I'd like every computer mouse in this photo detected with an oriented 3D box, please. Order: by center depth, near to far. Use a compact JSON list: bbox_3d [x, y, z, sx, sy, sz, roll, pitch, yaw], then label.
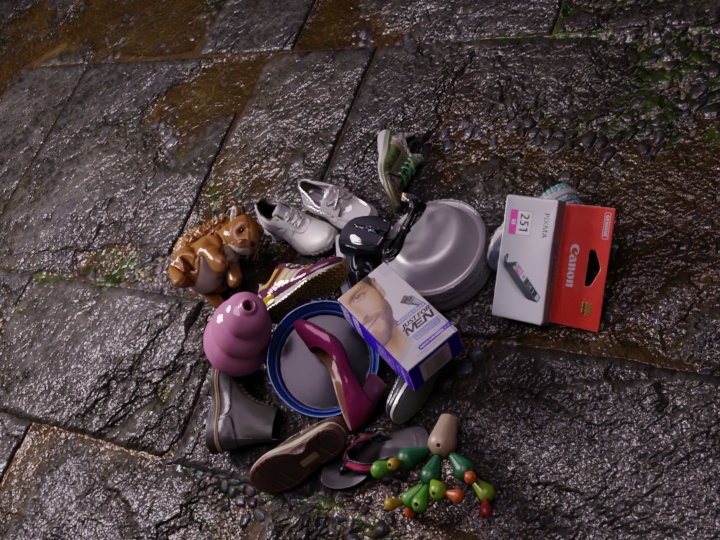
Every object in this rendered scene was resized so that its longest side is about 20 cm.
[{"bbox_3d":[0.030,-0.090,1.531,0.142,0.046,0.199,-56,29,-14],"label":"computer mouse"}]

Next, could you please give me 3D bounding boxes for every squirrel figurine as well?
[{"bbox_3d":[-0.288,-0.053,1.736,0.187,0.141,0.201,-47,38,9],"label":"squirrel figurine"}]

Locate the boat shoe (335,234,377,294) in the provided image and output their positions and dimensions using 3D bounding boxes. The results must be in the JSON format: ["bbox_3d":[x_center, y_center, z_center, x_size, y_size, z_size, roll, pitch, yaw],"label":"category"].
[{"bbox_3d":[0.000,0.000,1.596,0.067,0.072,0.202,-23,44,16],"label":"boat shoe"}]

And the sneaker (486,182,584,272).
[{"bbox_3d":[0.301,-0.062,1.456,0.199,0.078,0.087,-41,52,0],"label":"sneaker"}]

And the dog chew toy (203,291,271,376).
[{"bbox_3d":[-0.208,0.103,1.496,0.122,0.201,0.127,7,60,-13],"label":"dog chew toy"}]

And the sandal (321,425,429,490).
[{"bbox_3d":[0.019,0.298,1.399,0.197,0.045,0.076,-24,51,14],"label":"sandal"}]

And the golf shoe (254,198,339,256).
[{"bbox_3d":[-0.136,-0.091,1.713,0.197,0.098,0.079,15,66,35],"label":"golf shoe"}]

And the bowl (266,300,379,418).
[{"bbox_3d":[-0.064,0.155,1.495,0.196,0.039,0.205,-1,75,4],"label":"bowl"}]

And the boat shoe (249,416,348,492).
[{"bbox_3d":[-0.099,0.310,1.455,0.200,0.075,0.075,-29,11,21],"label":"boat shoe"}]

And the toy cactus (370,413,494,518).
[{"bbox_3d":[0.121,0.303,1.318,0.197,0.103,0.167,0,46,29],"label":"toy cactus"}]

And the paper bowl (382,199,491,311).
[{"bbox_3d":[0.132,-0.038,1.519,0.197,0.105,0.204,-16,52,21],"label":"paper bowl"}]

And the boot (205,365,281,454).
[{"bbox_3d":[-0.201,0.231,1.564,0.136,0.078,0.204,-8,62,14],"label":"boot"}]

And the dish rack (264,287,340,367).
[{"bbox_3d":[-0.108,0.096,1.603,0.151,0.055,0.203,-14,56,24],"label":"dish rack"}]

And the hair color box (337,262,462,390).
[{"bbox_3d":[0.063,0.088,1.411,0.109,0.065,0.200,-37,50,-13],"label":"hair color box"}]

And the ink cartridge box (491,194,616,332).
[{"bbox_3d":[0.308,-0.012,1.380,0.171,0.043,0.204,10,96,35],"label":"ink cartridge box"}]

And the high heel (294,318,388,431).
[{"bbox_3d":[-0.053,0.171,1.430,0.199,0.068,0.096,38,68,10],"label":"high heel"}]

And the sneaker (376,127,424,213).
[{"bbox_3d":[0.081,-0.205,1.684,0.087,0.077,0.203,-10,57,13],"label":"sneaker"}]

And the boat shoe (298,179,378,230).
[{"bbox_3d":[-0.053,-0.134,1.710,0.198,0.070,0.071,21,70,37],"label":"boat shoe"}]

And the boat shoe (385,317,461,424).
[{"bbox_3d":[0.095,0.163,1.431,0.060,0.076,0.201,20,59,36],"label":"boat shoe"}]

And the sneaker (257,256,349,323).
[{"bbox_3d":[-0.110,0.012,1.562,0.198,0.075,0.091,-31,53,19],"label":"sneaker"}]
